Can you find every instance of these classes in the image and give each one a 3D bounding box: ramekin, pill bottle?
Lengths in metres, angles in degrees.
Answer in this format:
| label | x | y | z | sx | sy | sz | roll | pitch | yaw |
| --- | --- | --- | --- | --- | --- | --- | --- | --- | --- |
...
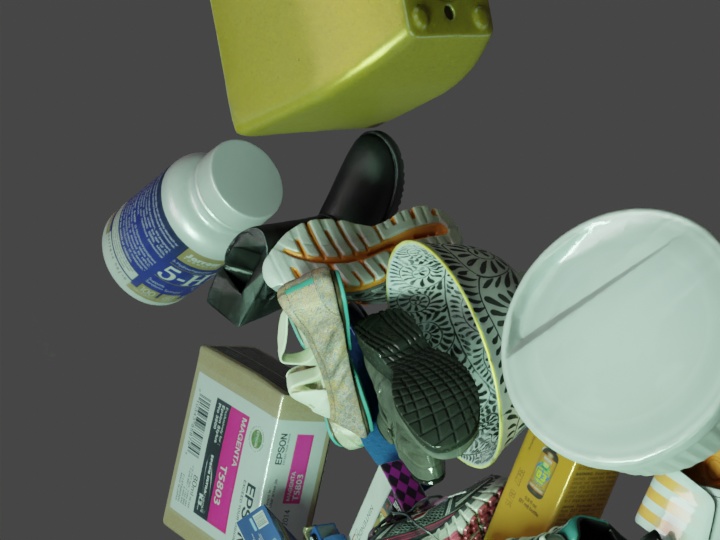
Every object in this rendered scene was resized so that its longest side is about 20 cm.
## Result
| label | x | y | z | sx | sy | sz | roll | pitch | yaw |
| --- | --- | --- | --- | --- | --- | --- | --- | --- | --- |
| ramekin | 0.214 | 0.062 | 1.400 | 0.201 | 0.094 | 0.204 | -13 | 63 | 26 |
| pill bottle | -0.172 | -0.053 | 1.927 | 0.200 | 0.119 | 0.120 | -34 | 61 | 45 |

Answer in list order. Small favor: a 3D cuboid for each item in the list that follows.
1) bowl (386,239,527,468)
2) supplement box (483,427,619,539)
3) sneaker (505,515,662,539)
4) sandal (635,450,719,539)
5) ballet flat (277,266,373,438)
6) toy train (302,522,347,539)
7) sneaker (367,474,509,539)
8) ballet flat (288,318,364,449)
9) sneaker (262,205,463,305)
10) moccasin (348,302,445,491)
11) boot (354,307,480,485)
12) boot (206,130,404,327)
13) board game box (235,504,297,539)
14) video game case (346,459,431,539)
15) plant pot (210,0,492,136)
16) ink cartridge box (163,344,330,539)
| label | x | y | z | sx | sy | sz | roll | pitch | yaw |
| --- | --- | --- | --- | --- | --- | --- | --- | --- | --- |
| bowl | 0.108 | 0.057 | 1.560 | 0.201 | 0.094 | 0.202 | 53 | 153 | 42 |
| supplement box | 0.161 | 0.186 | 1.524 | 0.066 | 0.068 | 0.201 | 40 | 118 | 45 |
| sneaker | 0.156 | 0.224 | 1.435 | 0.199 | 0.071 | 0.080 | 1 | 105 | 36 |
| sandal | 0.244 | 0.212 | 1.419 | 0.079 | 0.059 | 0.208 | 24 | 105 | 49 |
| ballet flat | -0.036 | 0.076 | 1.601 | 0.068 | 0.067 | 0.201 | -112 | 8 | -49 |
| toy train | -0.005 | 0.303 | 1.671 | 0.200 | 0.034 | 0.046 | 59 | 142 | 37 |
| sneaker | 0.057 | 0.221 | 1.550 | 0.074 | 0.200 | 0.081 | 30 | 129 | 30 |
| ballet flat | -0.020 | 0.074 | 1.779 | 0.062 | 0.067 | 0.201 | -29 | 69 | 25 |
| sneaker | 0.000 | 0.000 | 1.650 | 0.079 | 0.199 | 0.077 | 62 | 143 | 29 |
| moccasin | 0.027 | 0.104 | 1.694 | 0.080 | 0.068 | 0.201 | -28 | 87 | 32 |
| boot | 0.057 | 0.129 | 1.547 | 0.200 | 0.067 | 0.131 | -125 | 19 | -56 |
| boot | -0.049 | -0.042 | 1.699 | 0.065 | 0.200 | 0.166 | 25 | 111 | 30 |
| board game box | -0.039 | 0.326 | 1.711 | 0.034 | 0.136 | 0.200 | -33 | 50 | 1 |
| video game case | 0.045 | 0.302 | 1.652 | 0.201 | 0.036 | 0.182 | 61 | 146 | 35 |
| plant pot | 0.005 | -0.241 | 1.657 | 0.199 | 0.195 | 0.196 | -13 | 87 | 43 |
| ink cartridge box | -0.112 | 0.193 | 1.863 | 0.164 | 0.075 | 0.201 | 24 | 104 | 51 |
